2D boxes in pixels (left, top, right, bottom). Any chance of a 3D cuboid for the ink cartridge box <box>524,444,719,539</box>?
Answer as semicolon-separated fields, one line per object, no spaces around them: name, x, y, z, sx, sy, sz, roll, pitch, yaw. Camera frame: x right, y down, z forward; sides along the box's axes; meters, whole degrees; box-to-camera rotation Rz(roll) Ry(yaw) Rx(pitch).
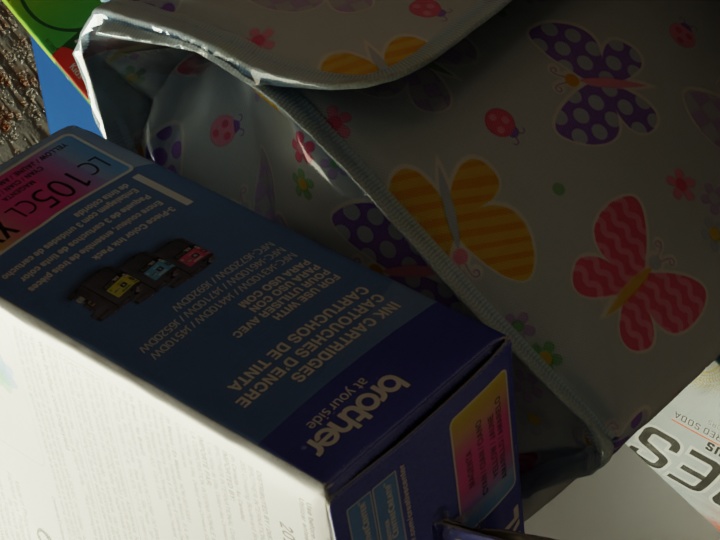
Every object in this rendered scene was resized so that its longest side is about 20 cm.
ink cartridge box;0.118;0.114;0.893;0.147;0.086;0.200;37;177;-4

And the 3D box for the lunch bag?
lunch bag;0.034;-0.044;0.632;0.200;0.169;0.127;49;144;7

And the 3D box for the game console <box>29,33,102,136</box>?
game console;-0.072;-0.039;1.015;0.170;0.119;0.200;17;-173;-31

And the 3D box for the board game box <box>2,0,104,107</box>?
board game box;-0.111;-0.114;0.739;0.200;0.048;0.102;48;178;26

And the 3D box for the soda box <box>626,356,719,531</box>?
soda box;0.128;0.034;0.751;0.200;0.068;0.064;43;138;1

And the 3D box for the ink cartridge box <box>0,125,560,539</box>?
ink cartridge box;-0.028;0.061;0.582;0.200;0.076;0.137;28;141;35
